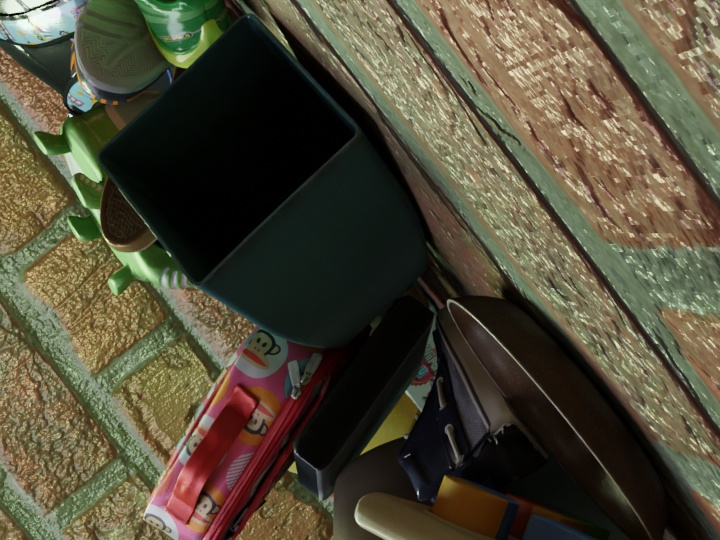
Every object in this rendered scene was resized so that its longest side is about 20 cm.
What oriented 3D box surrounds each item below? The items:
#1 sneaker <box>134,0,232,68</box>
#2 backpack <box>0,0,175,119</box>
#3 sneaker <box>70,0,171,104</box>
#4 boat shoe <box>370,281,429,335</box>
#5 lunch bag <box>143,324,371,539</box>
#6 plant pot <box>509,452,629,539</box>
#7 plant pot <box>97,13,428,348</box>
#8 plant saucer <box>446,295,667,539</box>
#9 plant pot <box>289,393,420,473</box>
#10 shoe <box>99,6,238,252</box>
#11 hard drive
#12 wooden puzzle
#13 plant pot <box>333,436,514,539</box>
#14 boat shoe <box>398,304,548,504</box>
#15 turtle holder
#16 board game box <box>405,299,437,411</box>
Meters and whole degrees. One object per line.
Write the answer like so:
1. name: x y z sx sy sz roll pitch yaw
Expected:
1. sneaker: -0.152 -0.230 1.211 0.200 0.074 0.084 47 157 24
2. backpack: -0.229 -0.227 1.489 0.182 0.135 0.200 41 156 -26
3. sneaker: -0.177 -0.159 1.284 0.077 0.112 0.200 20 -143 -9
4. boat shoe: 0.000 -0.003 1.354 0.063 0.073 0.201 -1 146 40
5. lunch bag: -0.082 0.114 1.289 0.082 0.200 0.176 35 -156 6
6. plant pot: 0.122 0.207 1.433 0.200 0.135 0.200 51 176 5
7. plant pot: -0.045 -0.039 1.173 0.141 0.141 0.200 49 -177 36
8. plant saucer: 0.127 0.088 1.069 0.200 0.032 0.200 52 177 4
9. plant pot: 0.019 0.146 1.867 0.141 0.201 0.200 18 159 29
10. shoe: -0.124 -0.095 1.255 0.070 0.201 0.053 12 159 33
11. hard drive: 0.001 0.100 1.306 0.033 0.140 0.200 35 169 8
12. wooden puzzle: 0.124 0.177 1.101 0.199 0.047 0.185 15 -177 -40
13. plant pot: 0.056 0.222 1.286 0.200 0.199 0.174 59 -169 -61
14. boat shoe: 0.063 0.099 1.243 0.075 0.093 0.200 49 -171 -23
15. turtle holder: -0.157 -0.067 1.347 0.185 0.131 0.142 31 145 61
16. board game box: 0.007 0.020 1.578 0.200 0.064 0.148 48 175 34
